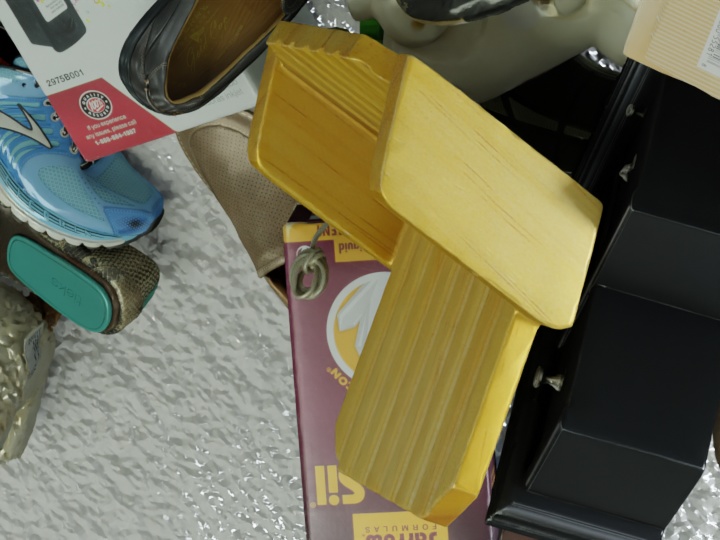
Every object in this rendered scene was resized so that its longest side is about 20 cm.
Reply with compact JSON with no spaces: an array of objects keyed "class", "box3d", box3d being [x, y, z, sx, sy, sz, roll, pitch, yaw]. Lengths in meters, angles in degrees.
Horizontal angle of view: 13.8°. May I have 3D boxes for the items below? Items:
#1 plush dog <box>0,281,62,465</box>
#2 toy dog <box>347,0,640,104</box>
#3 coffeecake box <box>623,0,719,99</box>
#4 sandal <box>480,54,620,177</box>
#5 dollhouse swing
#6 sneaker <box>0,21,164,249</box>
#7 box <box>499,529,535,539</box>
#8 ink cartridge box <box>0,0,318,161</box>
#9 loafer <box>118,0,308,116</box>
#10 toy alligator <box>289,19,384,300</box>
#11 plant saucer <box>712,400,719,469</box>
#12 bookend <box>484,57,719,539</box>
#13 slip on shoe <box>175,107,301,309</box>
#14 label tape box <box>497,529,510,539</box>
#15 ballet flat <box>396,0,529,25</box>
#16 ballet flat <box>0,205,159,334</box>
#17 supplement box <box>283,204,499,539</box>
[{"class":"plush dog","box3d":[-0.285,0.038,1.906,0.171,0.200,0.161,22,99,3]},{"class":"toy dog","box3d":[0.102,-0.146,1.532,0.199,0.140,0.194,1,105,17]},{"class":"coffeecake box","box3d":[0.208,-0.194,1.396,0.073,0.200,0.154,26,133,10]},{"class":"sandal","box3d":[0.122,-0.080,1.623,0.201,0.057,0.080,21,89,10]},{"class":"dollhouse swing","box3d":[0.000,0.000,1.506,0.182,0.176,0.200,36,175,-22]},{"class":"sneaker","box3d":[-0.194,-0.094,1.796,0.200,0.078,0.090,41,123,-9]},{"class":"box","box3d":[0.140,0.068,1.700,0.075,0.100,0.200,22,132,15]},{"class":"ink cartridge box","box3d":[-0.139,-0.180,1.694,0.146,0.083,0.200,-16,114,38]},{"class":"loafer","box3d":[-0.049,-0.162,1.600,0.073,0.072,0.200,34,94,-19]},{"class":"toy alligator","box3d":[0.001,-0.070,1.653,0.059,0.200,0.054,2,162,35]},{"class":"plant saucer","box3d":[0.263,0.040,1.544,0.029,0.200,0.200,39,140,37]},{"class":"bookend","box3d":[0.144,0.016,1.482,0.092,0.200,0.199,16,154,-2]},{"class":"slip on shoe","box3d":[-0.042,-0.022,1.768,0.076,0.061,0.200,-28,106,41]},{"class":"label tape box","box3d":[0.055,0.205,1.806,0.200,0.063,0.144,46,150,49]},{"class":"ballet flat","box3d":[0.104,-0.179,1.445,0.200,0.057,0.067,-33,80,14]},{"class":"ballet flat","box3d":[-0.212,-0.028,1.855,0.200,0.075,0.068,29,130,14]},{"class":"supplement box","box3d":[0.019,0.062,1.706,0.110,0.086,0.201,-3,98,5]}]
